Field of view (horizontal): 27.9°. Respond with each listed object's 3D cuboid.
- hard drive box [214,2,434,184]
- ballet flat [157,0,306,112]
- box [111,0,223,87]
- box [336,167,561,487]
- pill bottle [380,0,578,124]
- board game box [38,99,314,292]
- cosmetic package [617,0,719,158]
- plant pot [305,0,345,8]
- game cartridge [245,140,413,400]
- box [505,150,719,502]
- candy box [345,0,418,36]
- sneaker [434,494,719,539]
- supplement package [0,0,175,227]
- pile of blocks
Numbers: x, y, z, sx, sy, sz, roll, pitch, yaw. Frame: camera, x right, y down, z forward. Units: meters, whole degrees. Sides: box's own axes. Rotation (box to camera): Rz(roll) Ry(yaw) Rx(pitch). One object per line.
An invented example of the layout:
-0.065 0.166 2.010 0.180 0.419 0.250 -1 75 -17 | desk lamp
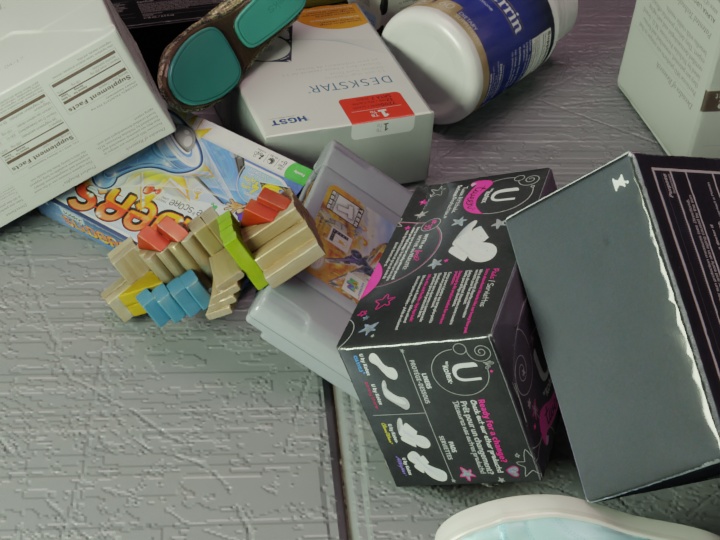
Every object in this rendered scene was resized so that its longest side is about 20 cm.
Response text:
-0.042 -0.155 1.315 0.156 0.077 0.200 -11 42 -18 | hard drive box
-0.124 -0.196 1.262 0.075 0.068 0.200 -4 35 44 | ballet flat
-0.223 -0.239 1.396 0.200 0.079 0.141 -10 44 -17 | box
0.083 0.039 1.029 0.115 0.132 0.200 -6 33 26 | box
0.119 -0.229 1.394 0.116 0.116 0.200 29 44 26 | pill bottle
-0.152 -0.064 1.193 0.200 0.034 0.135 26 63 23 | board game box
0.359 -0.220 1.343 0.164 0.200 0.165 -6 40 -14 | cosmetic package
-0.082 -0.386 1.514 0.176 0.200 0.200 -31 51 -22 | plant pot
0.000 0.000 1.113 0.133 0.042 0.200 30 46 -10 | game cartridge
0.223 0.035 0.968 0.198 0.123 0.200 0 69 -43 | box
0.059 -0.331 1.444 0.136 0.200 0.061 -24 48 -33 | candy box
0.145 0.196 0.910 0.199 0.074 0.082 5 36 1 | sneaker
-0.277 -0.143 1.185 0.200 0.111 0.156 -29 42 -1 | supplement package
-0.122 -0.010 1.058 0.200 0.062 0.082 -20 33 27 | pile of blocks
